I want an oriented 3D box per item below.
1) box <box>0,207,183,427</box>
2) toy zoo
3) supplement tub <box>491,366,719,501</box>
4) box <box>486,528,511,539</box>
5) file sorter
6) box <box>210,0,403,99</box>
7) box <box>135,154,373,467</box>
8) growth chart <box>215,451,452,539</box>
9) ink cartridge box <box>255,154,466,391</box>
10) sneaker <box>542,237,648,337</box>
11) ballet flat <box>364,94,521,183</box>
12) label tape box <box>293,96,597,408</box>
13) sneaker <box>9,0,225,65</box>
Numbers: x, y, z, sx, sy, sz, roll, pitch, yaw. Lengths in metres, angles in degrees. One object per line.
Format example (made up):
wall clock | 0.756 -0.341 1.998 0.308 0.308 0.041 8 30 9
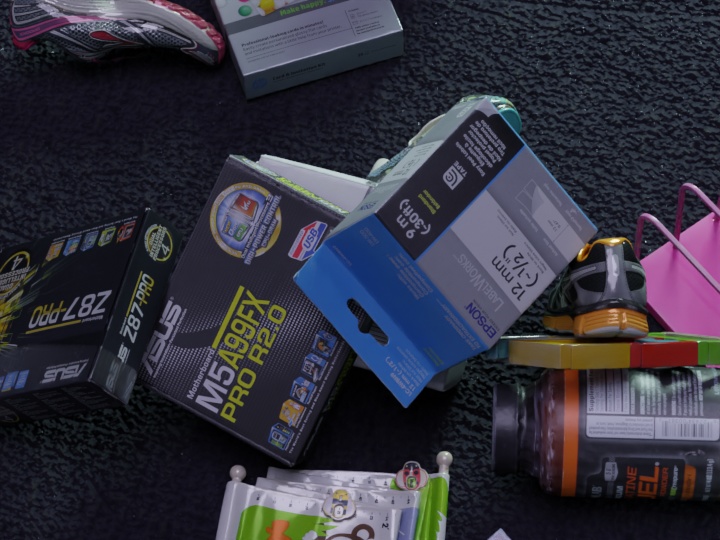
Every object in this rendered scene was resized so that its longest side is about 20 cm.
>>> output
box | -0.245 0.043 1.765 0.199 0.049 0.162 -12 53 42
toy zoo | 0.190 0.063 1.718 0.198 0.131 0.021 -1 92 -22
supplement tub | 0.203 0.128 1.721 0.198 0.107 0.108 1 59 4
box | 0.079 0.312 1.647 0.200 0.039 0.137 -38 71 -18
file sorter | 0.340 -0.027 1.794 0.199 0.126 0.139 -33 63 -16
box | -0.063 -0.266 2.005 0.155 0.041 0.201 -16 59 -8
box | -0.075 0.032 1.736 0.159 0.044 0.201 28 98 10
growth chart | -0.024 0.215 1.732 0.198 0.018 0.146 -2 60 3
ink cartridge box | 0.000 0.000 1.783 0.198 0.086 0.148 16 96 13
sneaker | 0.194 0.014 1.744 0.078 0.200 0.078 -1 90 -7
ballet flat | 0.052 -0.086 1.888 0.199 0.074 0.074 -35 64 -19
label tape box | 0.066 -0.013 1.670 0.200 0.066 0.143 -46 105 -20
sneaker | -0.220 -0.219 1.974 0.198 0.081 0.075 14 97 -1
